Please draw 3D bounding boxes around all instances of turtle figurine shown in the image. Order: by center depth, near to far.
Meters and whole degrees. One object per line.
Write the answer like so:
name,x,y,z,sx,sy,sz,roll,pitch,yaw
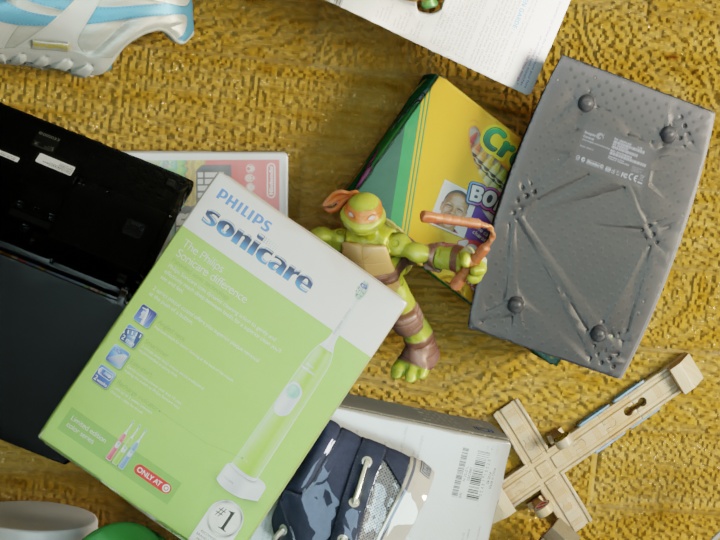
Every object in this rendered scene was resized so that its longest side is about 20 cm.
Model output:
turtle figurine,0.000,0.000,1.153,0.198,0.065,0.162,2,133,11

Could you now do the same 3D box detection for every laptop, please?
laptop,-0.235,0.000,1.136,0.176,0.201,0.104,22,135,-2

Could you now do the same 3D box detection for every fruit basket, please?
fruit basket,0.067,-0.244,1.133,0.199,0.094,0.186,21,93,-26

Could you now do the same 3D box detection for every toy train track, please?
toy train track,0.177,0.129,1.255,0.199,0.033,0.115,-34,100,-5

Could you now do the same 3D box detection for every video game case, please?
video game case,-0.151,-0.015,1.196,0.198,0.017,0.144,-1,96,-9

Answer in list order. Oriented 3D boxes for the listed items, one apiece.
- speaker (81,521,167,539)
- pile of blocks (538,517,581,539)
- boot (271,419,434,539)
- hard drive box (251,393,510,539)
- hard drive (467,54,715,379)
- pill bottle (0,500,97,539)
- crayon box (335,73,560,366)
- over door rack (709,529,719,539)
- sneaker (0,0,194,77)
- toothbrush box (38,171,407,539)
speaker,-0.133,0.254,1.130,0.088,0.089,0.201,-29,138,-5
pile of blocks,0.145,0.292,1.235,0.081,0.062,0.202,-7,98,22
boot,-0.032,0.207,1.141,0.090,0.073,0.201,27,85,-3
hard drive box,-0.007,0.172,1.207,0.198,0.077,0.157,13,94,-10
hard drive,0.160,-0.038,1.170,0.134,0.042,0.201,18,93,-10
pill bottle,-0.237,0.270,1.160,0.119,0.120,0.202,5,94,-9
crayon box,0.095,-0.037,1.211,0.199,0.058,0.119,36,90,-11
over door rack,0.299,0.256,1.261,0.148,0.067,0.200,43,109,-10
sneaker,-0.213,-0.168,1.142,0.199,0.077,0.081,-18,100,-5
toothbrush box,-0.086,0.062,1.048,0.145,0.086,0.201,34,87,-2
